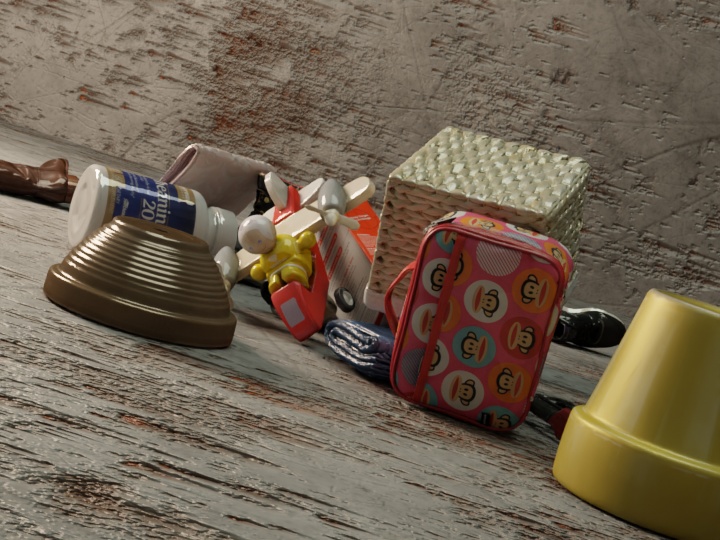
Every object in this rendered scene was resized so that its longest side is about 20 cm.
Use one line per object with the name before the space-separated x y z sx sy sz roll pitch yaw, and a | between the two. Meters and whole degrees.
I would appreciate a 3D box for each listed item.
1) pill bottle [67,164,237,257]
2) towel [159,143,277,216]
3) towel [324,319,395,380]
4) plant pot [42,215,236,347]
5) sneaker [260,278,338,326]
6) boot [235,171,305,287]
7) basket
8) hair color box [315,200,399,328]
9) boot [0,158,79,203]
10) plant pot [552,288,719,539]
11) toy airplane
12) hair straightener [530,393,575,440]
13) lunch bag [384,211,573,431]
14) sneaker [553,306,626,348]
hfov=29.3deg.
pill bottle | -0.261 -0.058 1.743 0.198 0.113 0.111 14 6 -28
towel | -0.229 -0.094 1.889 0.032 0.191 0.199 55 19 19
towel | 0.061 0.099 1.524 0.198 0.049 0.111 13 7 -35
plant pot | -0.213 0.003 1.395 0.198 0.094 0.201 17 7 -2
sneaker | -0.087 0.018 1.743 0.114 0.076 0.199 10 9 -35
boot | -0.153 -0.061 1.898 0.198 0.153 0.073 17 7 -17
basket | 0.131 -0.038 1.498 0.196 0.163 0.200 15 28 20
hair color box | 0.000 0.000 1.648 0.061 0.102 0.201 1 38 -32
boot | -0.549 -0.154 2.130 0.198 0.065 0.186 9 7 -29
plant pot | 0.294 0.126 1.237 0.198 0.191 0.201 17 6 -2
toy airplane | -0.090 -0.036 1.602 0.198 0.202 0.141 21 -5 42
hair straightener | 0.228 0.167 1.469 0.076 0.042 0.200 15 2 -25
lunch bag | 0.109 0.045 1.380 0.174 0.203 0.082 18 20 12
sneaker | 0.370 0.106 2.403 0.197 0.077 0.088 13 20 -4
